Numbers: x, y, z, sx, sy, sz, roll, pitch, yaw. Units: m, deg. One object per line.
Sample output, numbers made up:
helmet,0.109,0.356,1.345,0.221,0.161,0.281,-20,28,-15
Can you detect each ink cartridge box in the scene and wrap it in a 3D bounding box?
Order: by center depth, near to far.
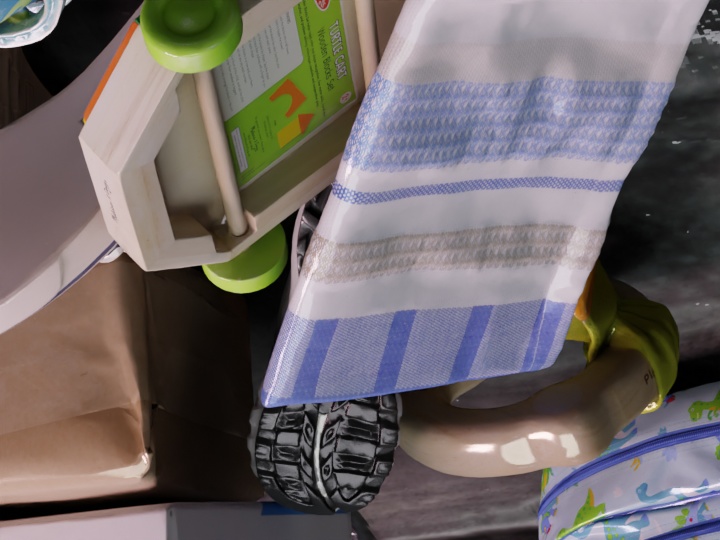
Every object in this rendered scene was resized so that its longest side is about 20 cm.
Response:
ink cartridge box,-0.121,0.148,1.056,0.200,0.084,0.145,-9,171,30

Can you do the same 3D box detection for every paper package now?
paper package,-0.159,0.056,1.057,0.200,0.104,0.191,-6,170,12

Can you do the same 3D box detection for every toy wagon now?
toy wagon,-0.008,-0.079,0.858,0.200,0.040,0.155,-39,154,-17

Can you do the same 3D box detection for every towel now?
towel,0.050,-0.036,0.894,0.147,0.024,0.200,-5,128,-41

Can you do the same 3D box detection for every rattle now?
rattle,0.029,0.011,1.059,0.200,0.130,0.143,10,147,44

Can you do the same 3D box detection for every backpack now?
backpack,0.180,0.116,1.158,0.200,0.154,0.163,2,157,27

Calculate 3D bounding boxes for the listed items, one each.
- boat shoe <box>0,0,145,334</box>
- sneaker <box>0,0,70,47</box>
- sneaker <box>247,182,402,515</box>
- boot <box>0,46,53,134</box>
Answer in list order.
boat shoe,-0.085,-0.028,0.923,0.200,0.075,0.093,-42,145,-3
sneaker,-0.088,-0.113,0.812,0.200,0.131,0.080,21,143,-28
sneaker,0.000,0.000,1.006,0.074,0.079,0.200,16,116,-11
boot,-0.206,-0.055,0.965,0.166,0.072,0.200,-12,148,19
